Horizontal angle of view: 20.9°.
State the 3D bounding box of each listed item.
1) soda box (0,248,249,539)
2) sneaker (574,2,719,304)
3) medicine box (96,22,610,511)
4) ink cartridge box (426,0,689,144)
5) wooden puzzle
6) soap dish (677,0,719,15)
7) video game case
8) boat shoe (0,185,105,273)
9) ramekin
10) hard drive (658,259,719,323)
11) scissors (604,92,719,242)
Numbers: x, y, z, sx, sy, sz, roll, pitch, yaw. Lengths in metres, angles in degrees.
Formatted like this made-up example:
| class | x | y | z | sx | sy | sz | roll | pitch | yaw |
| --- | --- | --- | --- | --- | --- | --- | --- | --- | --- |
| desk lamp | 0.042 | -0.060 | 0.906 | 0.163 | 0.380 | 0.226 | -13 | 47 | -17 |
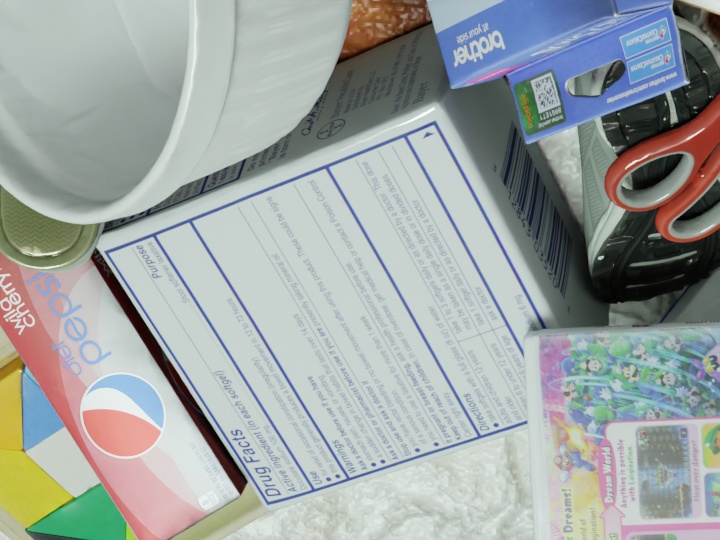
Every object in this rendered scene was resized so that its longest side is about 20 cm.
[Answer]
| class | x | y | z | sx | sy | sz | roll | pitch | yaw |
| --- | --- | --- | --- | --- | --- | --- | --- | --- | --- |
| soda box | -0.134 | 0.041 | 1.023 | 0.063 | 0.070 | 0.201 | -31 | 96 | 11 |
| sneaker | 0.140 | -0.061 | 0.949 | 0.073 | 0.080 | 0.201 | -12 | 137 | -4 |
| medicine box | 0.000 | 0.000 | 0.989 | 0.198 | 0.103 | 0.183 | -20 | 117 | 22 |
| ink cartridge box | 0.065 | -0.159 | 0.830 | 0.119 | 0.042 | 0.202 | -16 | 91 | 56 |
| wooden puzzle | -0.165 | 0.100 | 1.124 | 0.184 | 0.037 | 0.200 | -32 | 111 | 27 |
| soap dish | 0.170 | -0.210 | 0.834 | 0.156 | 0.081 | 0.201 | 17 | 124 | 0 |
| video game case | 0.172 | 0.124 | 0.916 | 0.180 | 0.024 | 0.202 | -3 | 94 | 8 |
| boat shoe | -0.142 | -0.100 | 0.930 | 0.074 | 0.068 | 0.202 | 10 | 88 | -2 |
| ramekin | -0.093 | -0.129 | 0.806 | 0.199 | 0.105 | 0.202 | 19 | 117 | 41 |
| hard drive | 0.212 | 0.066 | 1.036 | 0.131 | 0.025 | 0.201 | 29 | 123 | -8 |
| scissors | 0.183 | -0.084 | 0.865 | 0.073 | 0.014 | 0.200 | 19 | 130 | -26 |
